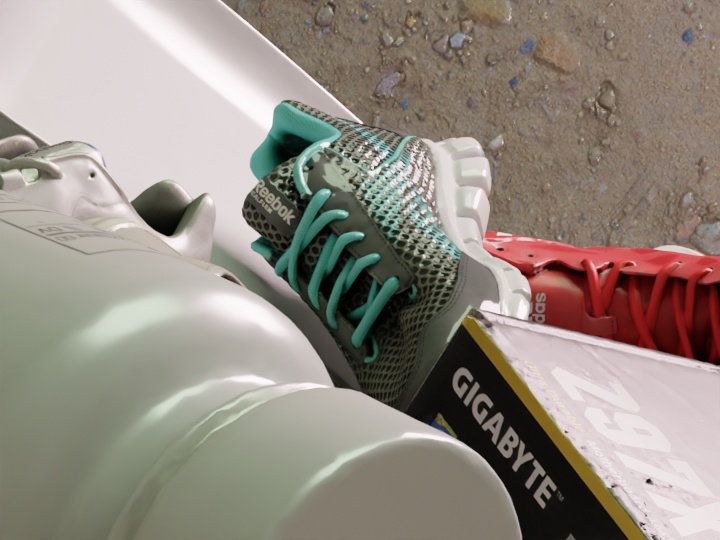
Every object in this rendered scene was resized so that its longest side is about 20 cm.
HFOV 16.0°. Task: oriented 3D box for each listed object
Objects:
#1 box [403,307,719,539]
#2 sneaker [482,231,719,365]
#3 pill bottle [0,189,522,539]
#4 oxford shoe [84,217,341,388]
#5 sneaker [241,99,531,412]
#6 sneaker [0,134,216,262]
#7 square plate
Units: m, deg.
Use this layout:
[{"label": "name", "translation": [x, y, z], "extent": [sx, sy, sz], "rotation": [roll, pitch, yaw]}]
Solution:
[{"label": "box", "translation": [0.117, 0.098, 0.635], "extent": [0.159, 0.049, 0.200], "rotation": [12, 29, -39]}, {"label": "sneaker", "translation": [0.105, 0.025, 0.932], "extent": [0.115, 0.079, 0.200], "rotation": [2, -1, -24]}, {"label": "pill bottle", "translation": [-0.067, 0.048, 0.555], "extent": [0.200, 0.115, 0.114], "rotation": [20, 4, 41]}, {"label": "oxford shoe", "translation": [-0.040, 0.048, 0.840], "extent": [0.058, 0.075, 0.200], "rotation": [21, -16, 31]}, {"label": "sneaker", "translation": [0.000, 0.000, 0.896], "extent": [0.091, 0.078, 0.200], "rotation": [23, 20, -16]}, {"label": "sneaker", "translation": [-0.126, -0.006, 0.820], "extent": [0.074, 0.087, 0.200], "rotation": [22, 7, 39]}, {"label": "square plate", "translation": [-0.064, -0.049, 0.978], "extent": [0.200, 0.028, 0.198], "rotation": [39, 26, -14]}]
